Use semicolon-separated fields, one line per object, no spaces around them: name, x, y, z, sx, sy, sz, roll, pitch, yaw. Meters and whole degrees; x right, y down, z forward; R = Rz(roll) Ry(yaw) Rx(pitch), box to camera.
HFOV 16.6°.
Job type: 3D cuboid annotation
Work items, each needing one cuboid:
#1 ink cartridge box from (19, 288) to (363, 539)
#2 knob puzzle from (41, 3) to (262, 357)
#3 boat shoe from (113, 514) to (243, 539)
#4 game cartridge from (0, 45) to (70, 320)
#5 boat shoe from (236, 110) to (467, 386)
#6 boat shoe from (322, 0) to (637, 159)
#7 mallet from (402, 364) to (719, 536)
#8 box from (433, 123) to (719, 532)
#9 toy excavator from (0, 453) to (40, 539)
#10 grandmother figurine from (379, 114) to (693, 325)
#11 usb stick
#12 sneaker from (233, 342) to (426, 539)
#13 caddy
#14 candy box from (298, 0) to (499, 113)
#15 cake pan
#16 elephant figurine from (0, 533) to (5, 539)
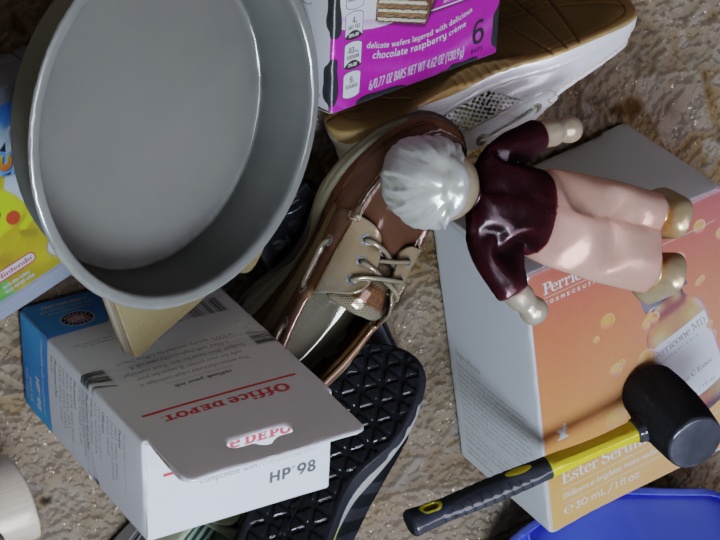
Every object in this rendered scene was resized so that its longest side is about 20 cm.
ink cartridge box;-0.095;0.079;1.362;0.116;0.200;0.067;-14;123;-27
knob puzzle;-0.097;-0.082;1.355;0.220;0.030;0.220;-18;113;-49
boat shoe;-0.086;0.144;1.495;0.072;0.062;0.200;33;93;-41
game cartridge;-0.209;-0.036;1.330;0.200;0.040;0.133;-35;126;-14
boat shoe;0.000;0.000;1.418;0.076;0.072;0.200;22;112;-34
boat shoe;0.074;-0.105;1.464;0.200;0.071;0.069;-24;127;-10
mallet;0.124;0.120;1.482;0.200;0.066;0.041;-26;129;-20
box;0.144;0.036;1.563;0.152;0.106;0.200;-24;127;-21
toy excavator;-0.204;0.225;1.446;0.100;0.200;0.194;-21;166;-25
grandmother figurine;0.097;-0.030;1.397;0.200;0.061;0.121;17;66;-33
usb stick;-0.017;0.026;1.497;0.055;0.033;0.200;-31;129;-6
sneaker;-0.028;0.133;1.477;0.200;0.072;0.083;-57;167;-22
caddy;0.180;0.210;1.690;0.200;0.105;0.141;5;136;-36
candy box;0.016;-0.201;1.355;0.136;0.061;0.200;-24;127;-39
cake pan;-0.104;-0.081;1.282;0.200;0.037;0.200;-18;116;-43
elephant figurine;-0.219;0.232;1.316;0.141;0.155;0.200;-26;95;-21
